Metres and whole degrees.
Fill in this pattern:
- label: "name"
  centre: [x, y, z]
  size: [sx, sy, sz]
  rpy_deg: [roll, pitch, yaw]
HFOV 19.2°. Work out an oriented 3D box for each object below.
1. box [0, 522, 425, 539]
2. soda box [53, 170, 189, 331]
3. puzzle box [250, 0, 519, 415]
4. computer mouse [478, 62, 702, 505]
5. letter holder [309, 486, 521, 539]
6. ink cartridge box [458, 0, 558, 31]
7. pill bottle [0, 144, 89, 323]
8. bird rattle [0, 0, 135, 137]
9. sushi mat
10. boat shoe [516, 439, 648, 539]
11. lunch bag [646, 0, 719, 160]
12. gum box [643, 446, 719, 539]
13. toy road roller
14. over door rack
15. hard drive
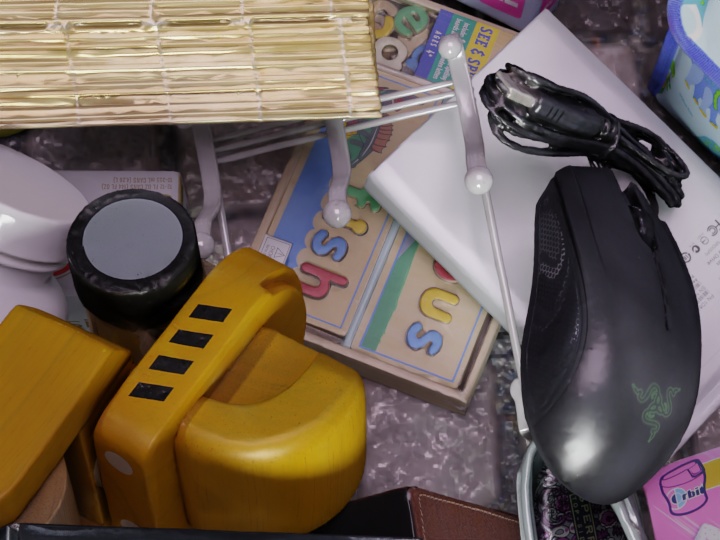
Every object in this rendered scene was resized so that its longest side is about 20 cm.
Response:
- label: "box"
  centre: [-0.056, 0.182, 0.828]
  size: [0.199, 0.046, 0.160]
  rpy_deg: [8, 69, -35]
- label: "soda box"
  centre: [-0.185, -0.009, 1.054]
  size: [0.199, 0.064, 0.068]
  rpy_deg: [0, 71, -1]
- label: "puzzle box"
  centre: [0.028, -0.040, 1.087]
  size: [0.133, 0.025, 0.201]
  rpy_deg: [20, 71, 6]
- label: "computer mouse"
  centre: [0.116, 0.005, 0.966]
  size: [0.138, 0.053, 0.201]
  rpy_deg: [23, 58, -38]
- label: "letter holder"
  centre: [0.030, 0.213, 0.970]
  size: [0.100, 0.142, 0.201]
  rpy_deg: [-19, 69, 27]
- label: "ink cartridge box"
  centre: [0.061, -0.225, 1.059]
  size: [0.119, 0.200, 0.042]
  rpy_deg: [28, 45, 15]
- label: "pill bottle"
  centre: [-0.199, 0.043, 0.968]
  size: [0.109, 0.109, 0.200]
  rpy_deg: [31, 106, 10]
- label: "bird rattle"
  centre: [-0.116, -0.121, 1.050]
  size: [0.199, 0.163, 0.113]
  rpy_deg: [5, 88, 13]
- label: "sushi mat"
  centre: [-0.090, -0.113, 0.967]
  size: [0.199, 0.012, 0.096]
  rpy_deg: [-2, 92, -7]
- label: "boat shoe"
  centre: [0.109, 0.166, 0.963]
  size: [0.070, 0.072, 0.201]
  rpy_deg: [-20, 66, 15]
- label: "lunch bag"
  centre: [0.238, -0.095, 1.014]
  size: [0.127, 0.200, 0.170]
  rpy_deg: [-37, 75, -17]
- label: "gum box"
  centre: [0.234, 0.119, 0.933]
  size: [0.199, 0.066, 0.114]
  rpy_deg: [-22, 54, 21]
- label: "toy road roller"
  centre: [-0.086, 0.076, 0.903]
  size: [0.146, 0.123, 0.200]
  rpy_deg: [25, 59, 18]
- label: "over door rack"
  centre: [0.000, 0.000, 1.008]
  size: [0.147, 0.067, 0.201]
  rpy_deg: [-13, 89, 10]
- label: "hard drive"
  centre: [0.117, -0.017, 1.058]
  size: [0.200, 0.027, 0.132]
  rpy_deg: [45, 73, 5]
